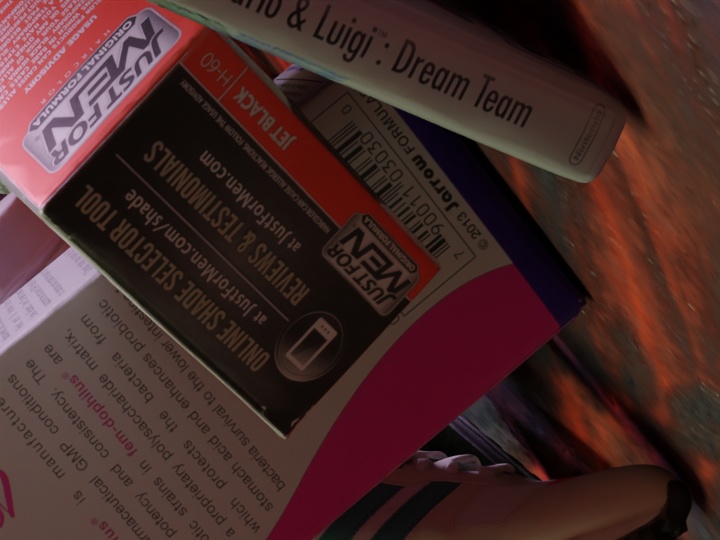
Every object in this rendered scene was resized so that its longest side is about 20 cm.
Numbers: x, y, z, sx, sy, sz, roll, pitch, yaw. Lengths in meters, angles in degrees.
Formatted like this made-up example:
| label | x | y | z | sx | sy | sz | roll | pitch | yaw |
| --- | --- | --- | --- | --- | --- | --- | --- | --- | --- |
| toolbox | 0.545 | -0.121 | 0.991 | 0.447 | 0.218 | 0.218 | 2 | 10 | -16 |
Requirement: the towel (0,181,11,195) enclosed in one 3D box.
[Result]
| label | x | y | z | sx | sy | sz | roll | pitch | yaw |
| --- | --- | --- | --- | --- | --- | --- | --- | --- | --- |
| towel | -0.137 | -0.082 | 1.018 | 0.165 | 0.086 | 0.200 | 20 | 172 | 9 |

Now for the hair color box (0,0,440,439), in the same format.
| label | x | y | z | sx | sy | sz | roll | pitch | yaw |
| --- | --- | --- | --- | --- | --- | --- | --- | --- | --- |
| hair color box | -0.073 | -0.046 | 0.642 | 0.102 | 0.061 | 0.200 | 46 | 177 | -40 |

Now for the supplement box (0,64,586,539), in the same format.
| label | x | y | z | sx | sy | sz | roll | pitch | yaw |
| --- | --- | --- | --- | --- | --- | --- | --- | --- | --- |
| supplement box | -0.049 | 0.032 | 0.735 | 0.101 | 0.200 | 0.103 | 52 | 173 | -11 |

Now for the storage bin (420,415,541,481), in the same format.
| label | x | y | z | sx | sy | sz | roll | pitch | yaw |
| --- | --- | --- | --- | --- | --- | --- | --- | --- | --- |
| storage bin | 0.037 | 0.142 | 0.969 | 0.094 | 0.135 | 0.200 | 40 | 179 | -28 |

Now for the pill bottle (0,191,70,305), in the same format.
| label | x | y | z | sx | sy | sz | roll | pitch | yaw |
| --- | --- | --- | --- | --- | --- | --- | --- | --- | --- |
| pill bottle | -0.079 | 0.066 | 0.900 | 0.200 | 0.109 | 0.109 | 45 | 175 | -10 |

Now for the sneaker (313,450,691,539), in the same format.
| label | x | y | z | sx | sy | sz | roll | pitch | yaw |
| --- | --- | --- | --- | --- | --- | --- | --- | --- | --- |
| sneaker | 0.004 | 0.076 | 0.801 | 0.070 | 0.199 | 0.094 | 31 | -136 | -67 |

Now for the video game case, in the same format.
| label | x | y | z | sx | sy | sz | roll | pitch | yaw |
| --- | --- | --- | --- | --- | --- | --- | --- | --- | --- |
| video game case | -0.058 | -0.088 | 0.559 | 0.182 | 0.024 | 0.200 | 21 | -169 | -32 |
